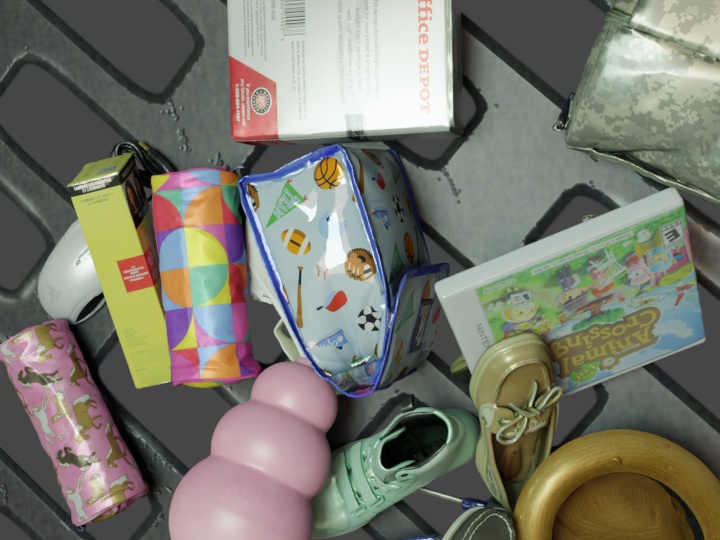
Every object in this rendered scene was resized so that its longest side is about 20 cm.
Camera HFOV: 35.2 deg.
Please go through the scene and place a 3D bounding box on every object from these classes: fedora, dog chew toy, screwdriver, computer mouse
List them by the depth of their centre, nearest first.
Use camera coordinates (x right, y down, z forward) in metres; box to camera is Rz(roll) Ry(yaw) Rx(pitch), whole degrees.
[{"bbox_3d":[0.218,0.223,0.964,0.199,0.082,0.202,0,97,-3],"label":"fedora"},{"bbox_3d":[-0.081,0.169,0.979,0.124,0.125,0.201,21,72,11],"label":"dog chew toy"},{"bbox_3d":[0.078,0.210,1.041,0.199,0.028,0.029,9,124,19],"label":"screwdriver"},{"bbox_3d":[-0.244,-0.026,1.091,0.110,0.044,0.200,43,102,6],"label":"computer mouse"}]

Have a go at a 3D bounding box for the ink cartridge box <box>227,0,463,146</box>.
[{"bbox_3d":[-0.010,-0.187,1.004,0.198,0.084,0.145,-1,92,14],"label":"ink cartridge box"}]

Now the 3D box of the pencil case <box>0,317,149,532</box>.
[{"bbox_3d":[-0.278,0.143,1.089,0.086,0.083,0.201,-28,87,23],"label":"pencil case"}]

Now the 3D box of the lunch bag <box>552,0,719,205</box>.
[{"bbox_3d":[0.273,-0.146,0.909,0.199,0.139,0.169,24,98,12],"label":"lunch bag"}]

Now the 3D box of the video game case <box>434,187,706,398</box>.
[{"bbox_3d":[0.177,0.036,0.926,0.199,0.182,0.022,-22,46,4],"label":"video game case"}]

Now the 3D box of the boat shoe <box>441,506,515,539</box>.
[{"bbox_3d":[0.084,0.269,0.861,0.071,0.061,0.202,29,58,-11],"label":"boat shoe"}]

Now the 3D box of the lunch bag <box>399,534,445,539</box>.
[{"bbox_3d":[0.052,0.300,0.988,0.199,0.136,0.133,-20,72,11],"label":"lunch bag"}]

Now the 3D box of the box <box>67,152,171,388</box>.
[{"bbox_3d":[-0.206,0.001,1.035,0.050,0.075,0.201,-12,109,4],"label":"box"}]

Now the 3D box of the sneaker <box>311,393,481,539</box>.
[{"bbox_3d":[0.005,0.173,0.998,0.200,0.118,0.074,-31,70,10],"label":"sneaker"}]

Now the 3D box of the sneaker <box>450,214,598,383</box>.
[{"bbox_3d":[0.156,0.027,0.998,0.200,0.077,0.089,-37,52,16],"label":"sneaker"}]

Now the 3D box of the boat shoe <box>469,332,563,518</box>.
[{"bbox_3d":[0.134,0.131,0.943,0.073,0.201,0.063,-16,47,-6],"label":"boat shoe"}]

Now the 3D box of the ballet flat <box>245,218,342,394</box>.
[{"bbox_3d":[-0.065,0.030,1.046,0.069,0.069,0.201,-30,87,13],"label":"ballet flat"}]

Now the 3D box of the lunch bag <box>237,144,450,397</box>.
[{"bbox_3d":[0.000,0.000,0.970,0.123,0.170,0.201,-18,88,19],"label":"lunch bag"}]

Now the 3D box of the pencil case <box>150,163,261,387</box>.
[{"bbox_3d":[-0.136,0.003,1.013,0.088,0.088,0.202,-5,86,14],"label":"pencil case"}]
